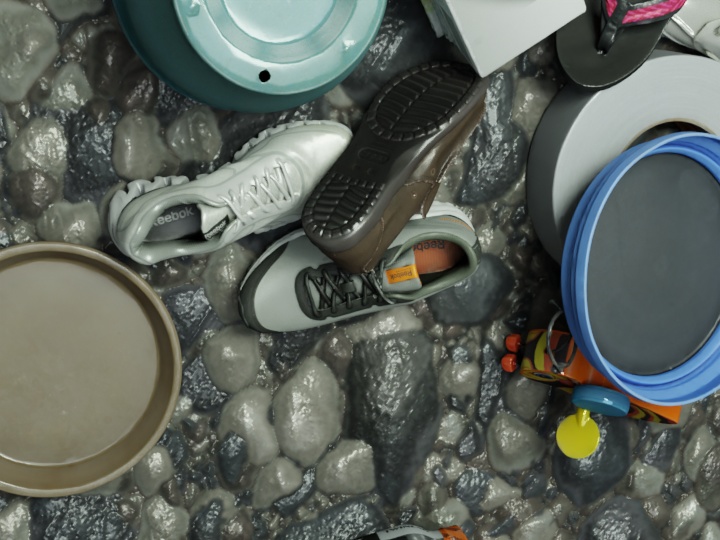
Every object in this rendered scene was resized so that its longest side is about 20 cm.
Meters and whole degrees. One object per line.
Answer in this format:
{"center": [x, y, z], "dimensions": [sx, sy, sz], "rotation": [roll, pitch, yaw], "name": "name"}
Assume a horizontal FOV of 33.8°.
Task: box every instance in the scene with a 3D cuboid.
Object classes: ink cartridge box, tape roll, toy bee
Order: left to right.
{"center": [0.115, -0.253, 0.798], "dimensions": [0.175, 0.045, 0.200], "rotation": [-33, 139, 3], "name": "ink cartridge box"}
{"center": [0.176, 0.071, 0.971], "dimensions": [0.201, 0.108, 0.132], "rotation": [52, 58, -32], "name": "toy bee"}
{"center": [0.235, -0.073, 0.951], "dimensions": [0.197, 0.066, 0.204], "rotation": [-3, 105, -13], "name": "tape roll"}

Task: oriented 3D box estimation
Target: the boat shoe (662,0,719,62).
{"center": [0.293, -0.191, 0.929], "dimensions": [0.198, 0.070, 0.071], "rotation": [32, 95, -15], "name": "boat shoe"}

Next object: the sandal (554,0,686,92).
{"center": [0.218, -0.218, 0.882], "dimensions": [0.075, 0.045, 0.200], "rotation": [44, 85, 12], "name": "sandal"}

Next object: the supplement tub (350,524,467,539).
{"center": [0.000, 0.282, 0.961], "dimensions": [0.197, 0.123, 0.124], "rotation": [-16, 108, -9], "name": "supplement tub"}

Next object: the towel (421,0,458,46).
{"center": [0.112, -0.273, 0.846], "dimensions": [0.198, 0.048, 0.172], "rotation": [-32, 139, 0], "name": "towel"}

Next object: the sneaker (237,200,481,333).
{"center": [0.000, 0.000, 0.910], "dimensions": [0.197, 0.079, 0.075], "rotation": [-18, 110, -6], "name": "sneaker"}

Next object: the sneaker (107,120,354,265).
{"center": [-0.089, -0.052, 0.876], "dimensions": [0.197, 0.081, 0.076], "rotation": [-23, 107, -7], "name": "sneaker"}

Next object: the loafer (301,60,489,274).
{"center": [0.029, -0.078, 0.886], "dimensions": [0.200, 0.072, 0.071], "rotation": [-49, 144, -22], "name": "loafer"}

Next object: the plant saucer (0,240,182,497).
{"center": [-0.236, 0.074, 0.902], "dimensions": [0.196, 0.029, 0.204], "rotation": [-3, 105, -13], "name": "plant saucer"}

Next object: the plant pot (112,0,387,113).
{"center": [-0.067, -0.195, 0.785], "dimensions": [0.196, 0.188, 0.204], "rotation": [-3, 106, -11], "name": "plant pot"}

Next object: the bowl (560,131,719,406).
{"center": [0.233, -0.002, 0.889], "dimensions": [0.198, 0.039, 0.204], "rotation": [-5, 100, -28], "name": "bowl"}
